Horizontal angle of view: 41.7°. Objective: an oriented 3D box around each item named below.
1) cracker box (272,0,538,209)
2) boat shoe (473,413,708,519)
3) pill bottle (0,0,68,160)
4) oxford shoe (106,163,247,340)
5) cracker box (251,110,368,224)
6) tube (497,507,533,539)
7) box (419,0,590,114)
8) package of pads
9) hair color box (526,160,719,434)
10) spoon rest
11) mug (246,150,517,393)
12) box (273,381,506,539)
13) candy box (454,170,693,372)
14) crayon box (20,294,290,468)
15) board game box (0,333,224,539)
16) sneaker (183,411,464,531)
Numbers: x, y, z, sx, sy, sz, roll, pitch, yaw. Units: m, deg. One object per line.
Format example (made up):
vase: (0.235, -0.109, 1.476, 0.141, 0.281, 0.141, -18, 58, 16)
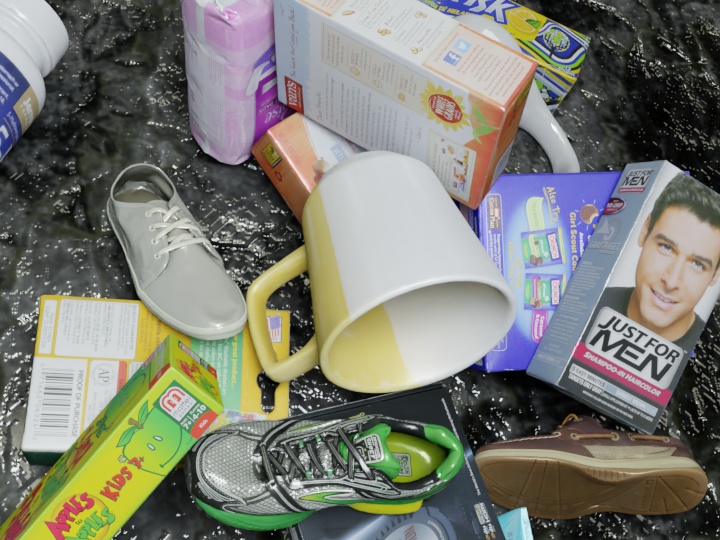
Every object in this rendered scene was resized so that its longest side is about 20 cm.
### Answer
cracker box: (0.028, -0.147, 0.740, 0.200, 0.134, 0.058, 30, 65, 12)
boat shoe: (0.190, 0.163, 0.811, 0.200, 0.072, 0.072, 1, 35, -2)
pill bottle: (-0.334, -0.144, 0.779, 0.120, 0.120, 0.200, 27, 63, 0)
oxford shoe: (-0.155, -0.020, 0.773, 0.075, 0.058, 0.200, -14, 48, -31)
cracker box: (0.021, -0.111, 0.867, 0.200, 0.058, 0.134, -36, 94, -25)
tube: (0.052, 0.243, 0.749, 0.200, 0.050, 0.078, -4, 78, -21)
box: (0.126, -0.238, 0.968, 0.200, 0.070, 0.064, 24, 60, -2)
package of pads: (-0.093, -0.192, 0.821, 0.076, 0.200, 0.120, 42, 63, 16)
hair color box: (0.231, 0.021, 0.780, 0.099, 0.061, 0.200, 28, 86, -15)
spoon rest: (0.144, -0.166, 0.939, 0.200, 0.099, 0.061, 50, 39, -4)
mug: (0.006, -0.006, 0.722, 0.186, 0.150, 0.153, -10, 56, -13)
box: (0.024, 0.196, 0.710, 0.160, 0.044, 0.200, -8, 66, -28)
candy box: (0.189, 0.000, 0.840, 0.200, 0.077, 0.169, -2, 91, -13)
crayon box: (-0.159, 0.092, 0.760, 0.200, 0.052, 0.126, 4, 66, -11)
board game box: (-0.180, 0.143, 0.656, 0.048, 0.102, 0.200, 42, 89, -15)
sneaker: (-0.022, 0.127, 0.650, 0.200, 0.085, 0.078, 0, 62, -23)
